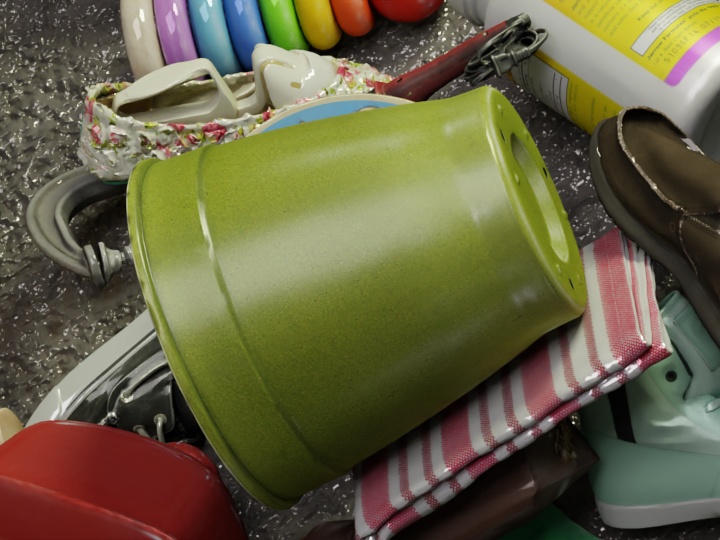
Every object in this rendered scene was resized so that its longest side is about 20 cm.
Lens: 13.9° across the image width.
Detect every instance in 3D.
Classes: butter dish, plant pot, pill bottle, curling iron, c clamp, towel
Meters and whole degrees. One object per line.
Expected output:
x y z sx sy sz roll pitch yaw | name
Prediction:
-0.129 0.156 1.647 0.200 0.200 0.148 14 47 29 | butter dish
0.009 -0.001 1.552 0.193 0.200 0.201 -22 60 13 | plant pot
0.143 -0.134 1.706 0.200 0.104 0.104 38 83 31 | pill bottle
0.019 -0.099 1.698 0.200 0.050 0.026 -24 102 28 | curling iron
-0.098 -0.037 1.754 0.200 0.027 0.171 -15 38 -3 | c clamp
0.078 0.063 1.575 0.200 0.030 0.146 -35 19 16 | towel

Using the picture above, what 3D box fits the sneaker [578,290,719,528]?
0.208 0.065 1.570 0.200 0.118 0.074 -12 21 17 | sneaker

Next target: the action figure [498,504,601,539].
0.135 0.204 1.574 0.200 0.055 0.118 26 75 33 | action figure

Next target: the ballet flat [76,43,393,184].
-0.074 -0.100 1.765 0.200 0.064 0.076 -14 35 -4 | ballet flat

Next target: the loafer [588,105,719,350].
0.193 -0.027 1.555 0.200 0.073 0.071 55 130 37 | loafer

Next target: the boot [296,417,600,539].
0.032 0.154 1.569 0.200 0.064 0.186 -30 23 21 | boot

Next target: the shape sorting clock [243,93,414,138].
0.000 0.000 1.676 0.200 0.039 0.200 1 100 6 | shape sorting clock

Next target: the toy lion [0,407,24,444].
-0.268 0.040 1.732 0.069 0.200 0.192 -21 79 12 | toy lion

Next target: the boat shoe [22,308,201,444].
-0.123 0.074 1.726 0.200 0.071 0.064 -45 57 -6 | boat shoe

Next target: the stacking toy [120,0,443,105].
-0.042 -0.158 1.812 0.200 0.085 0.086 -12 61 8 | stacking toy
